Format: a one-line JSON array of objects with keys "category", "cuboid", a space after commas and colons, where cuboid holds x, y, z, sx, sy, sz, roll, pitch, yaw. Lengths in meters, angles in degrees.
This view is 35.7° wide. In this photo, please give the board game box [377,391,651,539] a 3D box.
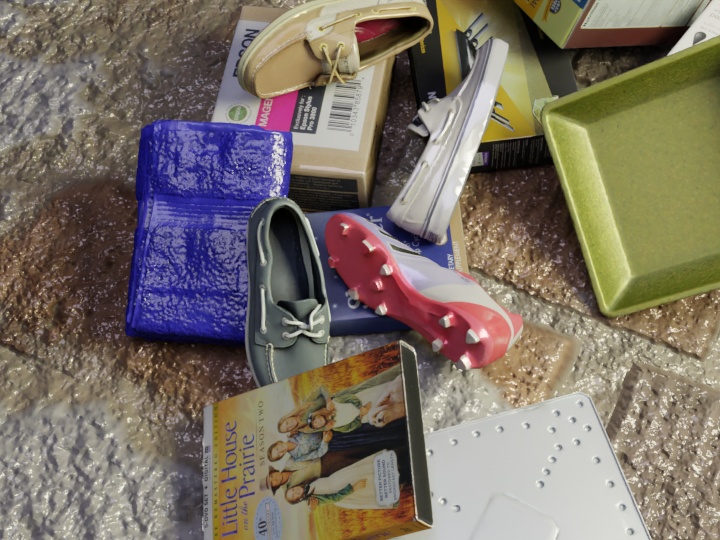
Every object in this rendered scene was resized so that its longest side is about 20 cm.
[{"category": "board game box", "cuboid": [0.116, 0.208, 0.853, 0.198, 0.026, 0.202, -14, 57, -6]}]

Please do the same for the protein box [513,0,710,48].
[{"category": "protein box", "cuboid": [0.235, -0.336, 1.112, 0.198, 0.136, 0.199, -11, 52, -39]}]

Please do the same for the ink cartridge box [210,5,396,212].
[{"category": "ink cartridge box", "cuboid": [-0.056, -0.162, 1.110, 0.163, 0.075, 0.202, 6, 60, 7]}]

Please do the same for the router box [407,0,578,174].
[{"category": "router box", "cuboid": [0.131, -0.195, 1.128, 0.155, 0.052, 0.202, -7, 59, 0]}]

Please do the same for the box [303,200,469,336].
[{"category": "box", "cuboid": [0.000, 0.000, 1.033, 0.197, 0.033, 0.122, -6, 59, 2]}]

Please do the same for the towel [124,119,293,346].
[{"category": "towel", "cuboid": [-0.140, -0.035, 1.007, 0.146, 0.050, 0.203, 2, 84, 11]}]

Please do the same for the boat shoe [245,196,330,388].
[{"category": "boat shoe", "cuboid": [-0.061, 0.036, 0.955, 0.072, 0.062, 0.203, -6, 86, -16]}]

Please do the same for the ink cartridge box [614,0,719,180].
[{"category": "ink cartridge box", "cuboid": [0.347, -0.148, 1.065, 0.146, 0.083, 0.200, 32, 66, 21]}]

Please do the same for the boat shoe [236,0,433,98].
[{"category": "boat shoe", "cuboid": [-0.021, -0.213, 1.051, 0.199, 0.074, 0.066, -31, 55, -14]}]

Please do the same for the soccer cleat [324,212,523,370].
[{"category": "soccer cleat", "cuboid": [0.051, 0.013, 0.976, 0.199, 0.067, 0.076, 37, 38, 27]}]

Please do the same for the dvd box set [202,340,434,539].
[{"category": "dvd box set", "cuboid": [-0.040, 0.152, 0.887, 0.198, 0.029, 0.148, -20, 58, 26]}]

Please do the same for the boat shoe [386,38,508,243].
[{"category": "boat shoe", "cuboid": [0.077, -0.128, 1.026, 0.069, 0.071, 0.202, 21, 82, 5]}]

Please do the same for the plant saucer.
[{"category": "plant saucer", "cuboid": [0.279, -0.081, 0.976, 0.198, 0.048, 0.202, -18, 88, 31]}]
